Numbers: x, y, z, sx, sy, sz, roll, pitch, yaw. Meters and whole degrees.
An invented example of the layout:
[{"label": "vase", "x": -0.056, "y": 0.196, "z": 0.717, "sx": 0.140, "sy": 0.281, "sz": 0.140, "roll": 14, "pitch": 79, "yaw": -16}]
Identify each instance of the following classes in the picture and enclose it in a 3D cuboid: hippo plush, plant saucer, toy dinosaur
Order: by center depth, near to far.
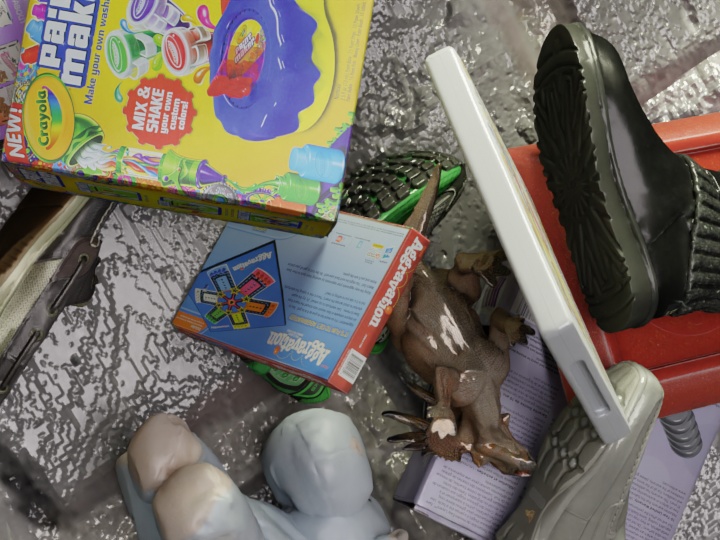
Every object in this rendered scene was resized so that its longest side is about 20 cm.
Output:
[{"label": "hippo plush", "x": -0.050, "y": 0.171, "z": 1.272, "sx": 0.159, "sy": 0.159, "sz": 0.202, "roll": -15, "pitch": 94, "yaw": -17}, {"label": "toy dinosaur", "x": 0.048, "y": 0.043, "z": 1.285, "sx": 0.085, "sy": 0.136, "sz": 0.202, "roll": -17, "pitch": 83, "yaw": -15}, {"label": "plant saucer", "x": 0.210, "y": -0.006, "z": 1.389, "sx": 0.198, "sy": 0.037, "sz": 0.202, "roll": -11, "pitch": 80, "yaw": -26}]

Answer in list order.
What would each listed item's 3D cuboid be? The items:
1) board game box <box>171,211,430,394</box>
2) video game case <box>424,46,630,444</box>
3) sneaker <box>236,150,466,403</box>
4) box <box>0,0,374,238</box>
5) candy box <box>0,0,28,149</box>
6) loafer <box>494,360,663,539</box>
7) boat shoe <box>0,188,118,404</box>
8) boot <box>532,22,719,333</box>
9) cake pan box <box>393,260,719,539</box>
[{"label": "board game box", "x": -0.041, "y": 0.009, "z": 1.255, "sx": 0.019, "sy": 0.199, "sz": 0.104, "roll": 36, "pitch": 79, "yaw": -32}, {"label": "video game case", "x": 0.103, "y": -0.013, "z": 1.238, "sx": 0.023, "sy": 0.182, "sz": 0.201, "roll": -25, "pitch": 61, "yaw": 6}, {"label": "sneaker", "x": 0.000, "y": 0.000, "z": 1.343, "sx": 0.200, "sy": 0.078, "sz": 0.085, "roll": -47, "pitch": 120, "yaw": -12}, {"label": "box", "x": -0.092, "y": -0.137, "z": 1.180, "sx": 0.190, "sy": 0.122, "sz": 0.202, "roll": 9, "pitch": 86, "yaw": -3}, {"label": "candy box", "x": -0.192, "y": -0.175, "z": 1.270, "sx": 0.198, "sy": 0.071, "sz": 0.169, "roll": -20, "pitch": 96, "yaw": -17}, {"label": "loafer", "x": 0.144, "y": 0.152, "z": 1.325, "sx": 0.069, "sy": 0.070, "sz": 0.201, "roll": 22, "pitch": 106, "yaw": -26}, {"label": "boat shoe", "x": -0.197, "y": 0.000, "z": 1.275, "sx": 0.065, "sy": 0.073, "sz": 0.201, "roll": 42, "pitch": 81, "yaw": -25}, {"label": "boot", "x": 0.206, "y": -0.066, "z": 1.339, "sx": 0.156, "sy": 0.079, "sz": 0.213, "roll": -11, "pitch": 85, "yaw": -24}, {"label": "cake pan box", "x": 0.139, "y": 0.113, "z": 1.394, "sx": 0.199, "sy": 0.052, "sz": 0.186, "roll": 26, "pitch": 80, "yaw": -17}]
